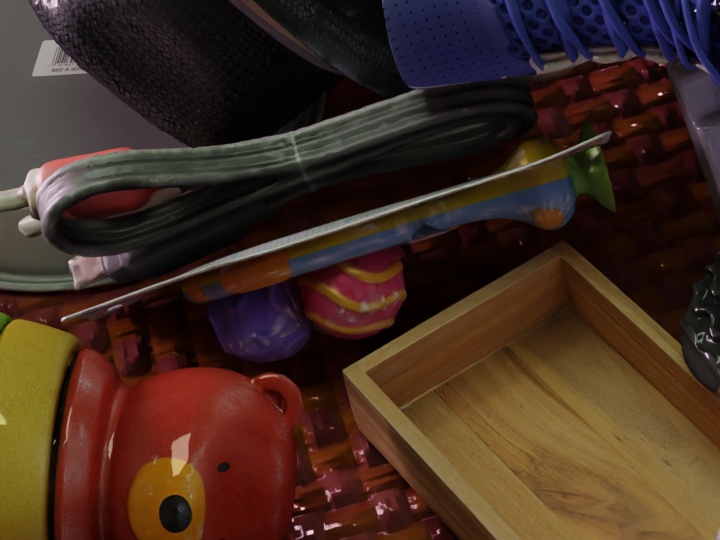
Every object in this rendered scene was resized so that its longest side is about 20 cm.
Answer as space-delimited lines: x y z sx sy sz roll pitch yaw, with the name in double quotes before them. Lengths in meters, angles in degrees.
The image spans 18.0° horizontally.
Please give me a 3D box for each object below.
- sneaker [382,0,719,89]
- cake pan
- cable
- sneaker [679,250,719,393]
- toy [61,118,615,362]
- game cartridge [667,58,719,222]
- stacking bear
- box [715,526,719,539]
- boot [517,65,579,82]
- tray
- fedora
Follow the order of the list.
"sneaker" 0.101 -0.098 0.731 0.199 0.081 0.115 -15 35 13
"cake pan" -0.116 -0.075 0.963 0.200 0.037 0.200 -7 45 7
"cable" -0.040 -0.045 0.822 0.200 0.097 0.050 -24 66 12
"sneaker" 0.209 0.004 0.775 0.200 0.093 0.070 -30 43 0
"toy" 0.000 0.000 0.833 0.200 0.115 0.047 -21 89 3
"game cartridge" 0.216 -0.062 0.798 0.200 0.133 0.042 -23 45 3
"stacking bear" -0.120 0.066 0.779 0.200 0.122 0.114 4 6 2
"box" 0.228 0.064 0.610 0.200 0.171 0.199 32 47 27
"boot" 0.070 -0.138 0.915 0.166 0.072 0.200 1 35 -44
"tray" 0.089 0.077 0.766 0.099 0.037 0.200 -30 46 -16
"fedora" -0.066 -0.113 0.880 0.092 0.201 0.201 -46 43 17
